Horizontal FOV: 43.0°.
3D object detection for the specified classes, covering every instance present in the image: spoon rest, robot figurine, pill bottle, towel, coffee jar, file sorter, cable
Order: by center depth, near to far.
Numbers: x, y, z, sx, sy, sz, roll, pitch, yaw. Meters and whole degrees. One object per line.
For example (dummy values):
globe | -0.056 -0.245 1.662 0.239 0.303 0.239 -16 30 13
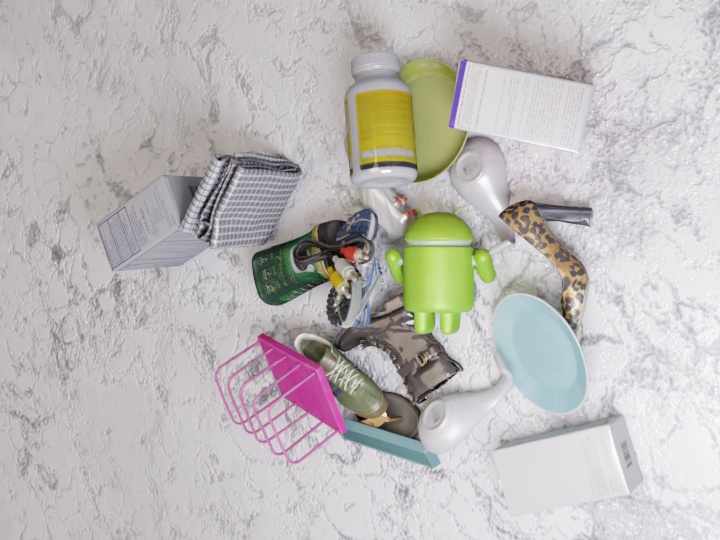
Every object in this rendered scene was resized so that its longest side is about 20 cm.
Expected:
spoon rest | 0.201 -0.118 1.456 0.099 0.060 0.203 -28 66 29
robot figurine | 0.125 0.000 1.462 0.172 0.115 0.204 0 89 20
spoon rest | 0.170 0.217 1.468 0.200 0.060 0.100 -43 37 22
pill bottle | 0.031 -0.240 1.468 0.110 0.111 0.204 -8 83 31
cable | -0.048 -0.029 1.486 0.199 0.050 0.098 30 92 46
file sorter | -0.145 0.224 1.580 0.199 0.125 0.141 21 137 51
towel | -0.203 -0.124 1.613 0.085 0.199 0.167 39 113 21
coffee jar | -0.095 -0.014 1.620 0.198 0.085 0.106 -21 75 31

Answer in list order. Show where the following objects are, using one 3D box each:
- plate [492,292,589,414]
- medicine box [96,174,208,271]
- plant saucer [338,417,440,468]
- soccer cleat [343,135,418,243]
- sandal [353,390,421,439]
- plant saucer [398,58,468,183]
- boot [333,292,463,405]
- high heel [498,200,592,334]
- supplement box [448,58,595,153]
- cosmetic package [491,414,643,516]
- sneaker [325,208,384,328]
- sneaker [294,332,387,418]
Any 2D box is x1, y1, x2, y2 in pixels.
plate | 0.278 0.124 1.398 0.200 0.025 0.203 39 142 38
medicine box | -0.358 -0.087 1.721 0.198 0.181 0.104 -28 79 29
plant saucer | 0.041 0.296 1.573 0.197 0.070 0.019 13 59 31
soccer cleat | 0.019 -0.140 1.554 0.077 0.069 0.202 -39 76 30
sandal | 0.018 0.233 1.587 0.199 0.054 0.083 34 110 25
plant saucer | 0.102 -0.243 1.501 0.197 0.031 0.204 -3 86 37
boot | 0.060 0.147 1.547 0.199 0.069 0.176 -32 77 27
high heel | 0.273 -0.003 1.379 0.140 0.071 0.204 4 84 6
supplement box | 0.240 -0.244 1.357 0.197 0.101 0.105 12 101 12
cosmetic package | 0.313 0.298 1.393 0.198 0.084 0.109 -19 83 32
sneaker | 0.000 0.000 1.525 0.076 0.084 0.204 7 82 45
sneaker | -0.043 0.175 1.559 0.067 0.090 0.199 -48 55 -6
